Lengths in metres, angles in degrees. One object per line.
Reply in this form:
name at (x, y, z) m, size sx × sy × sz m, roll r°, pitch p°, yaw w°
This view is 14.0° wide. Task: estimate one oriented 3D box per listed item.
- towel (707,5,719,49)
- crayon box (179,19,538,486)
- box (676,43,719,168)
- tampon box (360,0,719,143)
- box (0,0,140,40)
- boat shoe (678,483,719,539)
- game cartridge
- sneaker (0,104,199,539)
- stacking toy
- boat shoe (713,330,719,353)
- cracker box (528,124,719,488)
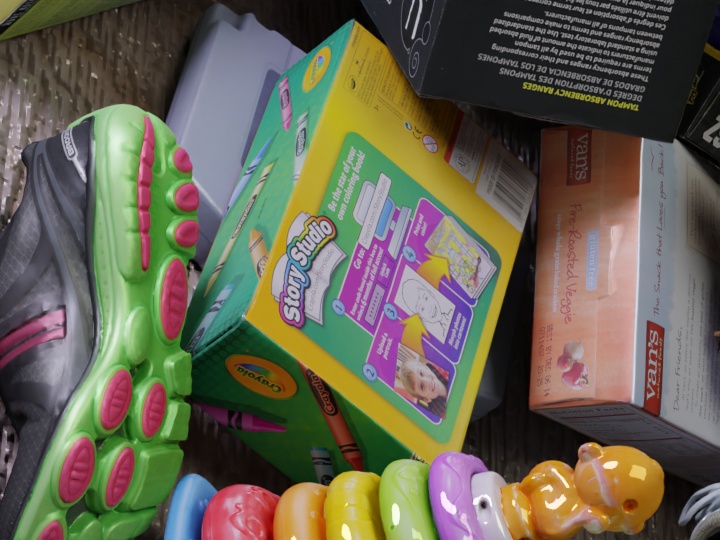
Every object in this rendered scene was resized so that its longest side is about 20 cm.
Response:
towel at (0.209, -0.176, 1.449) m, size 0.200 × 0.148 × 0.050 m, roll 34°, pitch 1°, yaw -15°
crayon box at (0.000, 0.000, 1.267) m, size 0.119 × 0.058 × 0.200 m, roll 39°, pitch 42°, yaw -19°
box at (0.168, -0.086, 1.462) m, size 0.159 × 0.049 × 0.200 m, roll 27°, pitch 8°, yaw -36°
tampon box at (0.093, -0.182, 1.293) m, size 0.126 × 0.201 × 0.150 m, roll 10°, pitch 23°, yaw -17°
box at (-0.100, -0.155, 1.315) m, size 0.200 × 0.075 × 0.050 m, roll -23°, pitch 81°, yaw -49°
boat shoe at (0.160, 0.136, 1.286) m, size 0.065 × 0.074 × 0.202 m, roll 43°, pitch 51°, yaw -10°
game cartridge at (-0.009, -0.020, 1.344) m, size 0.200 × 0.041 × 0.133 m, roll 37°, pitch 39°, yaw -22°
sneaker at (-0.116, 0.033, 1.175) m, size 0.077 × 0.083 × 0.201 m, roll 35°, pitch 57°, yaw -50°
stacking toy at (0.026, 0.111, 1.143) m, size 0.116 × 0.199 × 0.110 m, roll 59°, pitch 17°, yaw -24°
boat shoe at (0.202, 0.028, 1.350) m, size 0.072 × 0.072 × 0.201 m, roll -47°, pitch 142°, yaw -35°
cracker box at (0.150, 0.020, 1.391) m, size 0.200 × 0.057 × 0.135 m, roll 27°, pitch 63°, yaw -56°
